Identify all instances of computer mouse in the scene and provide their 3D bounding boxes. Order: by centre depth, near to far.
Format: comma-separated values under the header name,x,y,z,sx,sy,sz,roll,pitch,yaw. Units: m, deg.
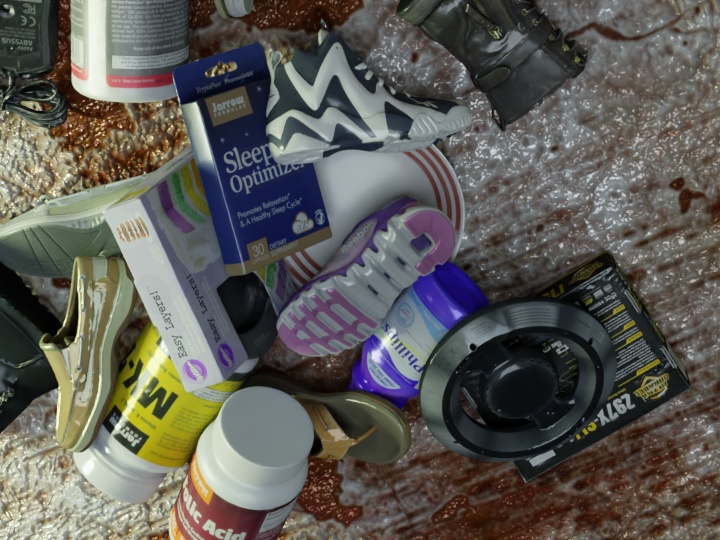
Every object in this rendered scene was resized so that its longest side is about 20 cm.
name,x,y,z,sx,sy,sz,roll,pitch,yaw
computer mouse,-0.336,-0.240,1.642,0.138,0.053,0.201,10,121,-1

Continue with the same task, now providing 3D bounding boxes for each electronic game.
name,x,y,z,sx,sy,sz,roll,pitch,yaw
electronic game,0.154,0.109,1.687,0.199,0.042,0.201,-7,127,-9

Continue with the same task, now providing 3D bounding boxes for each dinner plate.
name,x,y,z,sx,sy,sz,roll,pitch,yaw
dinner plate,0.004,-0.056,1.711,0.199,0.024,0.201,0,111,1

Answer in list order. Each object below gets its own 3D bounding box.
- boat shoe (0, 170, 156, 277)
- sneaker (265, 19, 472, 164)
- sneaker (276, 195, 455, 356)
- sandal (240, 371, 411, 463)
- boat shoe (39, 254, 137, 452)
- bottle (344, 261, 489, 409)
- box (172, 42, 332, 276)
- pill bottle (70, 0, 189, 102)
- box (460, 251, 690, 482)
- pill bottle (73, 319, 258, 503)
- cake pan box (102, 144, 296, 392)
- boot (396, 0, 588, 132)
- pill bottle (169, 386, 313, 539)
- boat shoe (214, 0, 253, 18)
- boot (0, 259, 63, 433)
name,x,y,z,sx,sy,sz,roll,pitch,yaw
boat shoe,-0.267,-0.049,1.708,0.201,0.065,0.075,-17,128,14
sneaker,0.003,-0.177,1.628,0.198,0.079,0.130,-9,83,-7
sneaker,0.000,0.000,1.671,0.200,0.089,0.081,-40,121,7
sandal,-0.041,0.156,1.736,0.199,0.054,0.081,14,126,24
boat shoe,-0.280,0.079,1.693,0.076,0.072,0.201,9,99,-31
bottle,0.046,0.081,1.721,0.084,0.065,0.200,48,125,14
box,-0.101,-0.108,1.629,0.032,0.121,0.201,-6,104,47
pill bottle,-0.212,-0.264,1.593,0.110,0.111,0.201,3,111,1
box,0.208,0.099,1.749,0.199,0.049,0.160,-32,109,13
pill bottle,-0.198,0.130,1.739,0.114,0.114,0.200,32,108,-10
cake pan box,-0.145,-0.007,1.638,0.052,0.184,0.201,-15,105,30
boot,0.150,-0.248,1.620,0.174,0.069,0.200,39,111,-18
pill bottle,-0.118,0.212,1.729,0.114,0.115,0.200,19,136,-5
boat shoe,-0.103,-0.330,1.584,0.068,0.075,0.201,3,110,7
boot,-0.397,0.079,1.741,0.168,0.077,0.200,-35,116,10
